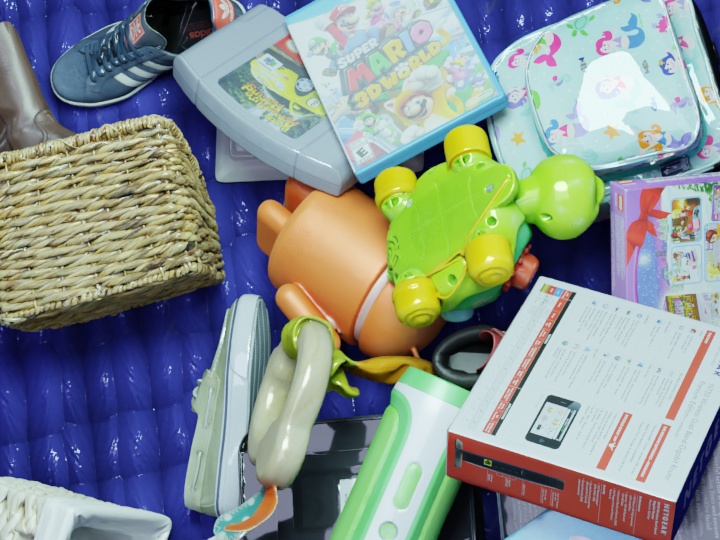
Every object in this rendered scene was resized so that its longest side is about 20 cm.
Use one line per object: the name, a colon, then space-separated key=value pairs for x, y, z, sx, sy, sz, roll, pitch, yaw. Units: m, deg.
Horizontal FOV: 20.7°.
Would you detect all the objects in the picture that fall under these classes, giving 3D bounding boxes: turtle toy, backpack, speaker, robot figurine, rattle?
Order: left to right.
rattle: x=-0.029 y=0.147 z=1.595 sx=0.130 sy=0.142 sz=0.202 roll=-32 pitch=38 yaw=39
robot figurine: x=-0.001 y=0.001 z=1.709 sx=0.199 sy=0.144 sz=0.117 roll=36 pitch=114 yaw=17
speaker: x=0.032 y=0.183 z=1.574 sx=0.088 sy=0.088 sz=0.202 roll=23 pitch=86 yaw=17
turtle toy: x=0.102 y=-0.035 z=1.593 sx=0.199 sy=0.101 sz=0.147 roll=-29 pitch=53 yaw=29
backpack: x=0.205 y=-0.135 z=1.664 sx=0.198 sy=0.150 sz=0.179 roll=-18 pitch=75 yaw=18

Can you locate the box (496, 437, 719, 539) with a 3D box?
box: x=0.220 y=0.184 z=1.600 sx=0.198 sy=0.148 sz=0.108 roll=-7 pitch=84 yaw=13

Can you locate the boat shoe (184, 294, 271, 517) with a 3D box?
boat shoe: x=-0.120 y=0.120 z=1.746 sx=0.061 sy=0.072 sz=0.202 roll=5 pitch=85 yaw=13

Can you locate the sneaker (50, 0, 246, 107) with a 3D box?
sneaker: x=-0.204 y=-0.211 z=1.813 sx=0.198 sy=0.084 sz=0.076 roll=-21 pitch=77 yaw=11

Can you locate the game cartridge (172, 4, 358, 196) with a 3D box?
game cartridge: x=-0.062 y=-0.150 z=1.729 sx=0.199 sy=0.041 sz=0.133 roll=36 pitch=54 yaw=20

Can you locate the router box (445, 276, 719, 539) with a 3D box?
router box: x=0.182 y=0.102 z=1.495 sx=0.178 sy=0.049 sz=0.200 roll=16 pitch=42 yaw=20

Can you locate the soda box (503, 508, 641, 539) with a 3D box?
soda box: x=0.125 y=0.238 z=1.511 sx=0.199 sy=0.064 sz=0.068 roll=-37 pitch=78 yaw=10

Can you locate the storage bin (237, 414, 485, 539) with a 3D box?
storage bin: x=0.002 y=0.200 z=1.674 sx=0.198 sy=0.094 sz=0.137 roll=-5 pitch=75 yaw=9

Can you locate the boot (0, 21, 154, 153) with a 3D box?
boot: x=-0.291 y=-0.159 z=1.815 sx=0.186 sy=0.064 sz=0.202 roll=-30 pitch=79 yaw=27

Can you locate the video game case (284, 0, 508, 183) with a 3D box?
video game case: x=0.028 y=-0.181 z=1.695 sx=0.142 sy=0.018 sz=0.201 roll=-28 pitch=52 yaw=5

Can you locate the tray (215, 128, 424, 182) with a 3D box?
tray: x=-0.040 y=-0.139 z=1.791 sx=0.198 sy=0.022 sz=0.109 roll=-2 pitch=80 yaw=15

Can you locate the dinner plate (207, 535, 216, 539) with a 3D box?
dinner plate: x=-0.089 y=0.327 z=1.730 sx=0.198 sy=0.024 sz=0.203 roll=-3 pitch=80 yaw=15

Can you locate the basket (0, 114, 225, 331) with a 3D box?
basket: x=-0.230 y=-0.040 z=1.760 sx=0.198 sy=0.143 sz=0.151 roll=-16 pitch=83 yaw=8

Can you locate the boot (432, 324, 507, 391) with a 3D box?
boot: x=0.164 y=0.075 z=1.637 sx=0.198 sy=0.144 sz=0.073 roll=-9 pitch=72 yaw=12

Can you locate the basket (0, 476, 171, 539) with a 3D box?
basket: x=-0.271 y=0.254 z=1.702 sx=0.122 sy=0.200 sz=0.137 roll=16 pitch=86 yaw=21

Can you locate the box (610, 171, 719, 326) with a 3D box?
box: x=0.274 y=0.022 z=1.608 sx=0.135 sy=0.039 sz=0.202 roll=-5 pitch=103 yaw=-12
